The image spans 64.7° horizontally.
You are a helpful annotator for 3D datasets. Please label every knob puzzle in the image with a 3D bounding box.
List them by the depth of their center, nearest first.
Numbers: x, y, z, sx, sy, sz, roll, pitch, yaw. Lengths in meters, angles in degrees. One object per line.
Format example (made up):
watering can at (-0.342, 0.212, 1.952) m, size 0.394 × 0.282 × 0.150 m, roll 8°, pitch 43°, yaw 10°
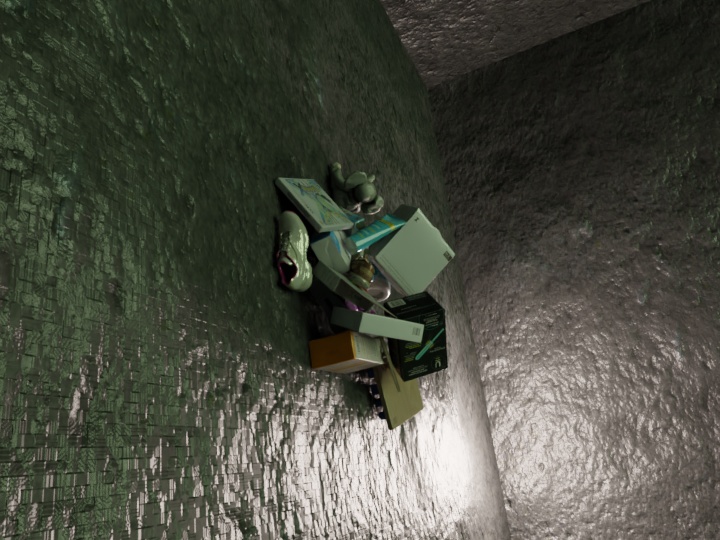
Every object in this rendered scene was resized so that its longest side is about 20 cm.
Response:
knob puzzle at (0.061, 0.227, 1.652) m, size 0.220 × 0.030 × 0.225 m, roll 160°, pitch -89°, yaw -90°

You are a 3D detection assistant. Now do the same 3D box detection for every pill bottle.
pill bottle at (0.044, -0.007, 1.862) m, size 0.111 × 0.108 × 0.204 m, roll 51°, pitch 31°, yaw -47°

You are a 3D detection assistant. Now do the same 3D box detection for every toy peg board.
toy peg board at (0.090, 0.373, 1.788) m, size 0.197 × 0.096 × 0.205 m, roll -12°, pitch 86°, yaw -54°

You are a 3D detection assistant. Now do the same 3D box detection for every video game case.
video game case at (-0.120, -0.179, 1.529) m, size 0.183 × 0.022 × 0.199 m, roll 48°, pitch 21°, yaw 11°

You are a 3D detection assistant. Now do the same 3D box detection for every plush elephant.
plush elephant at (-0.012, -0.256, 1.818) m, size 0.202 × 0.152 × 0.166 m, roll -82°, pitch 149°, yaw -48°

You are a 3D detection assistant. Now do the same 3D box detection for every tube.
tube at (0.041, -0.109, 1.602) m, size 0.198 × 0.077 × 0.051 m, roll -33°, pitch 141°, yaw -36°

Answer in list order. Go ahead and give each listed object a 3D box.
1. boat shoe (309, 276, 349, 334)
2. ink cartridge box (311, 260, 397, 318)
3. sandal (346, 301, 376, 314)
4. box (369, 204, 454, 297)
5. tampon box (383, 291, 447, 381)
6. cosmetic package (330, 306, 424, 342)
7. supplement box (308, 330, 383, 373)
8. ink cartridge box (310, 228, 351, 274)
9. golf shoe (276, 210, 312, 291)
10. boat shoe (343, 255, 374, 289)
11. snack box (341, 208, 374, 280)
boat shoe at (-0.072, 0.095, 1.544) m, size 0.201 × 0.073 × 0.068 m, roll 53°, pitch 19°, yaw -14°
ink cartridge box at (-0.014, 0.064, 1.454) m, size 0.173 × 0.044 × 0.199 m, roll 40°, pitch 2°, yaw 35°
sandal at (-0.001, 0.135, 1.688) m, size 0.050 × 0.083 × 0.202 m, roll 36°, pitch -4°, yaw 42°
box at (0.144, -0.057, 1.730) m, size 0.199 × 0.200 × 0.130 m, roll 46°, pitch -7°, yaw -22°
tampon box at (0.162, 0.192, 1.668) m, size 0.126 × 0.146 × 0.205 m, roll -129°, pitch -151°, yaw -62°
cosmetic package at (0.042, 0.139, 1.469) m, size 0.196 × 0.150 × 0.053 m, roll 14°, pitch 88°, yaw -31°
supplement box at (-0.034, 0.215, 1.483) m, size 0.199 × 0.123 × 0.075 m, roll 30°, pitch 46°, yaw -63°
ink cartridge box at (-0.078, -0.080, 1.591) m, size 0.117 × 0.066 × 0.201 m, roll 60°, pitch 14°, yaw -23°
golf shoe at (-0.169, -0.050, 1.382) m, size 0.091 × 0.074 × 0.205 m, roll 5°, pitch 71°, yaw -65°
boat shoe at (0.000, 0.000, 1.566) m, size 0.075 × 0.073 × 0.200 m, roll 33°, pitch 0°, yaw -17°
snack box at (-0.017, -0.072, 1.690) m, size 0.116 × 0.037 × 0.204 m, roll 32°, pitch -41°, yaw 51°
